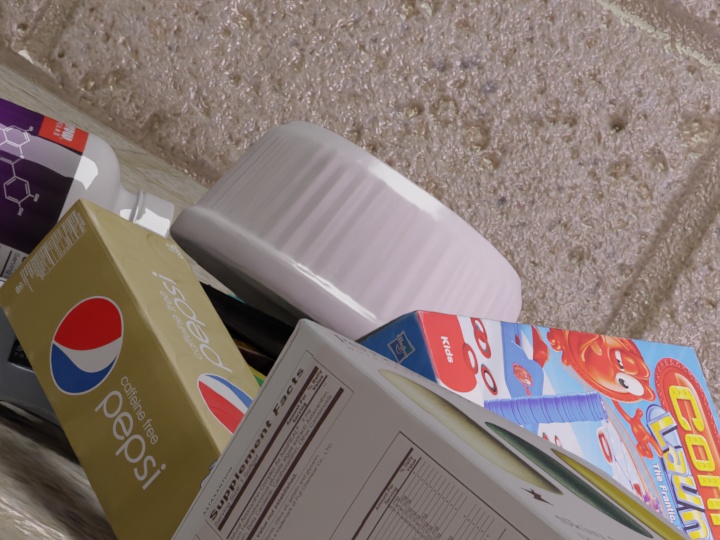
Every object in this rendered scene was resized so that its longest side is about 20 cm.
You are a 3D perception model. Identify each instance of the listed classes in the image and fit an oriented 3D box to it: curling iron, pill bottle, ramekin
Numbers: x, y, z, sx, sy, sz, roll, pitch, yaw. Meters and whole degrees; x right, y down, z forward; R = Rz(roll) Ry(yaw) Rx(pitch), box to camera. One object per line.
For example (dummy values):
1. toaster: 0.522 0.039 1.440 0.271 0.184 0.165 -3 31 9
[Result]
1. curling iron: -0.017 0.051 1.310 0.200 0.026 0.050 33 3 33
2. pill bottle: -0.201 -0.035 1.282 0.200 0.113 0.112 21 5 -10
3. ramekin: 0.000 0.000 1.399 0.202 0.094 0.202 36 -6 4

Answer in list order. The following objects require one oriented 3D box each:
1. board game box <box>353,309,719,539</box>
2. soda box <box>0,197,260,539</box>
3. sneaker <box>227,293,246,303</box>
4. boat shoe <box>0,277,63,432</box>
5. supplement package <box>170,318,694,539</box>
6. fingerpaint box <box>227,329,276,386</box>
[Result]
1. board game box: 0.092 0.123 1.025 0.196 0.056 0.200 8 59 -49
2. soda box: -0.085 0.061 1.089 0.068 0.064 0.200 27 23 -45
3. sneaker: -0.085 0.043 1.508 0.200 0.091 0.078 27 5 -46
4. boat shoe: -0.135 0.050 1.229 0.202 0.075 0.086 21 6 -11
5. supplement package: 0.041 0.139 0.787 0.152 0.151 0.200 28 5 -33
6. fingerpaint box: -0.026 0.101 1.351 0.200 0.073 0.167 27 5 -46
